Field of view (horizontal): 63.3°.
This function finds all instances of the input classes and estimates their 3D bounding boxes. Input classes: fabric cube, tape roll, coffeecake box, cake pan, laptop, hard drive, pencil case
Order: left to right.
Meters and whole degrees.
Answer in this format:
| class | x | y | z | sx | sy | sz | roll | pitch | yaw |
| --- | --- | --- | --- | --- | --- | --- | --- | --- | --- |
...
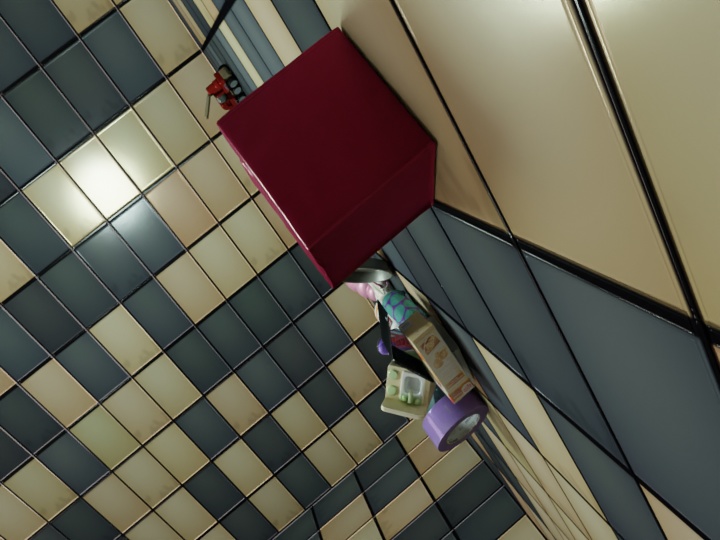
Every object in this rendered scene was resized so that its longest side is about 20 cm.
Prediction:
| class | x | y | z | sx | sy | sz | roll | pitch | yaw |
| --- | --- | --- | --- | --- | --- | --- | --- | --- | --- |
| fabric cube | -0.033 | -0.134 | 0.764 | 0.201 | 0.195 | 0.200 | 50 | 175 | 15 |
| cake pan | 0.000 | 0.000 | 1.737 | 0.201 | 0.192 | 0.038 | 70 | -162 | -76 |
| laptop | 0.117 | 0.185 | 1.563 | 0.196 | 0.106 | 0.177 | 28 | -175 | -11 |
| pencil case | 0.139 | 0.131 | 1.713 | 0.091 | 0.086 | 0.200 | 32 | -173 | -31 |
| coffeecake box | 0.194 | 0.222 | 1.517 | 0.202 | 0.072 | 0.153 | 55 | 177 | -13 |
| hard drive | 0.251 | 0.226 | 1.613 | 0.132 | 0.026 | 0.202 | 51 | 175 | 44 |
| tape roll | 0.290 | 0.452 | 1.783 | 0.085 | 0.198 | 0.201 | 49 | 174 | 35 |

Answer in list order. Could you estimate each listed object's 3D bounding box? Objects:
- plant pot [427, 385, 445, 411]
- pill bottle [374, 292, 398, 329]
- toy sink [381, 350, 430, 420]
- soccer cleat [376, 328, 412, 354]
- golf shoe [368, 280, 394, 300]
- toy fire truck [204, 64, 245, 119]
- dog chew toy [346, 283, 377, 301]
| class | x | y | z | sx | sy | sz | roll | pitch | yaw |
| --- | --- | --- | --- | --- | --- | --- | --- | --- | --- |
| plant pot | 0.224 | 0.354 | 1.862 | 0.159 | 0.201 | 0.203 | 16 | 148 | 51 |
| pill bottle | 0.132 | 0.168 | 1.913 | 0.115 | 0.113 | 0.200 | 56 | 176 | -34 |
| toy sink | 0.144 | 0.316 | 1.672 | 0.200 | 0.126 | 0.116 | -40 | -44 | -66 |
| soccer cleat | 0.139 | 0.205 | 1.724 | 0.072 | 0.194 | 0.071 | 14 | 112 | 58 |
| golf shoe | 0.078 | 0.064 | 2.016 | 0.202 | 0.075 | 0.091 | 54 | 173 | -2 |
| toy fire truck | -0.588 | -0.723 | 2.448 | 0.130 | 0.198 | 0.176 | 51 | 176 | 17 |
| dog chew toy | 0.026 | 0.041 | 2.146 | 0.199 | 0.124 | 0.126 | 39 | 168 | 42 |
